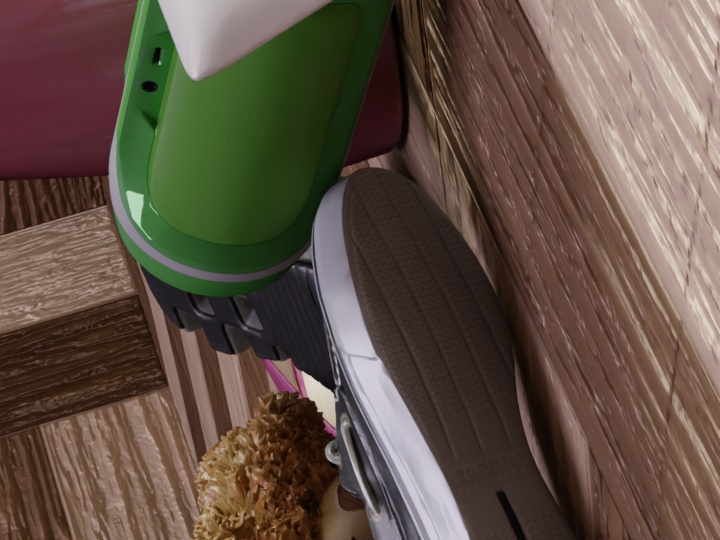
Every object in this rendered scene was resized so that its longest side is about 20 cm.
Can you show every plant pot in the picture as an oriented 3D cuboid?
[{"bbox_3d":[-0.096,-0.120,1.201,0.200,0.179,0.200,164,90,-82],"label":"plant pot"}]

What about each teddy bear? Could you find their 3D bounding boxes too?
[{"bbox_3d":[0.012,0.139,1.185,0.067,0.145,0.200,8,121,53],"label":"teddy bear"}]

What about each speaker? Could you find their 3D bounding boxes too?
[{"bbox_3d":[-0.037,-0.078,1.054,0.200,0.088,0.089,109,148,-50],"label":"speaker"}]

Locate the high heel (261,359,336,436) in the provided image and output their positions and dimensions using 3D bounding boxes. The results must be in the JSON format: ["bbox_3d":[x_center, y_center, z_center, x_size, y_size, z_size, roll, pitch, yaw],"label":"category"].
[{"bbox_3d":[-0.038,0.013,1.470,0.096,0.067,0.200,62,-175,-74],"label":"high heel"}]

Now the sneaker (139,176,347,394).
[{"bbox_3d":[0.000,0.000,1.190,0.200,0.088,0.074,24,140,48],"label":"sneaker"}]

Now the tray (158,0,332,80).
[{"bbox_3d":[-0.037,-0.151,0.952,0.022,0.107,0.200,49,-168,-43],"label":"tray"}]

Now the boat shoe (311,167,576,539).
[{"bbox_3d":[0.019,0.064,1.066,0.071,0.072,0.200,-33,70,44],"label":"boat shoe"}]
